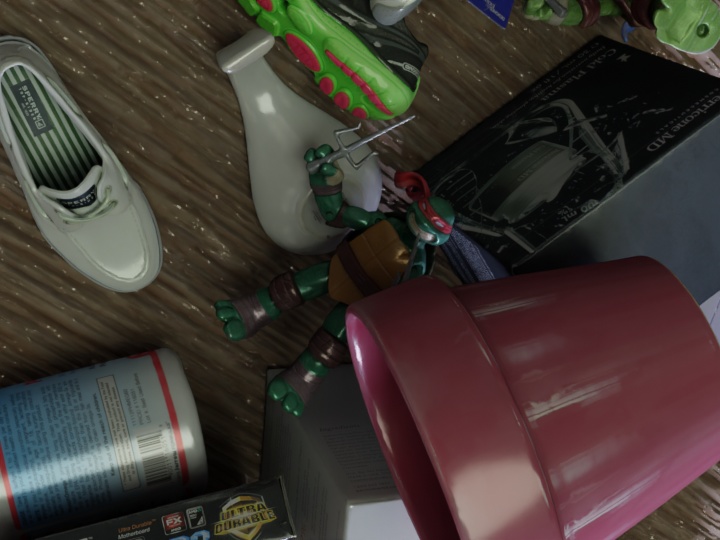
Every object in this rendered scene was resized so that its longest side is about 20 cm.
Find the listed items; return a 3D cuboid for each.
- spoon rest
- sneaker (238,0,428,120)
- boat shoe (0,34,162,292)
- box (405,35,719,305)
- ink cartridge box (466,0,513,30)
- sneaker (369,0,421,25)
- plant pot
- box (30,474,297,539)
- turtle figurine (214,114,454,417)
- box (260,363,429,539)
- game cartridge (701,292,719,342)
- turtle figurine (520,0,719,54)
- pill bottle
[{"bbox_3d":[-0.047,-0.090,0.850,0.099,0.061,0.200,-32,132,-5],"label":"spoon rest"},{"bbox_3d":[-0.026,-0.193,0.809,0.200,0.077,0.084,51,57,-25],"label":"sneaker"},{"bbox_3d":[-0.194,-0.058,0.791,0.073,0.067,0.201,-34,119,-5],"label":"boat shoe"},{"bbox_3d":[0.168,-0.050,0.862,0.200,0.197,0.124,-37,120,-4],"label":"box"},{"bbox_3d":[0.099,-0.264,0.755,0.094,0.037,0.201,28,76,-38],"label":"ink cartridge box"},{"bbox_3d":[0.042,-0.251,0.786,0.080,0.070,0.201,31,70,-16],"label":"sneaker"},{"bbox_3d":[0.108,0.082,0.695,0.178,0.200,0.201,-21,118,-8],"label":"plant pot"},{"bbox_3d":[-0.157,0.198,0.847,0.199,0.199,0.050,-13,77,-15],"label":"box"},{"bbox_3d":[0.000,0.000,0.821,0.200,0.150,0.101,-42,150,17],"label":"turtle figurine"},{"bbox_3d":[0.000,0.179,0.889,0.106,0.200,0.153,-2,113,-20],"label":"box"},{"bbox_3d":[0.258,0.098,1.054,0.129,0.038,0.201,12,107,-21],"label":"game cartridge"},{"bbox_3d":[0.172,-0.225,0.795,0.143,0.194,0.201,-25,115,-8],"label":"turtle figurine"},{"bbox_3d":[-0.214,0.129,0.837,0.199,0.109,0.109,-13,116,-16],"label":"pill bottle"}]
